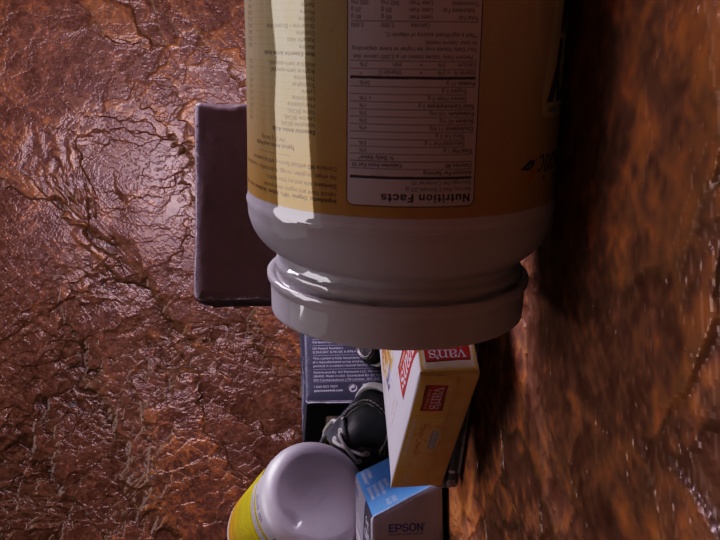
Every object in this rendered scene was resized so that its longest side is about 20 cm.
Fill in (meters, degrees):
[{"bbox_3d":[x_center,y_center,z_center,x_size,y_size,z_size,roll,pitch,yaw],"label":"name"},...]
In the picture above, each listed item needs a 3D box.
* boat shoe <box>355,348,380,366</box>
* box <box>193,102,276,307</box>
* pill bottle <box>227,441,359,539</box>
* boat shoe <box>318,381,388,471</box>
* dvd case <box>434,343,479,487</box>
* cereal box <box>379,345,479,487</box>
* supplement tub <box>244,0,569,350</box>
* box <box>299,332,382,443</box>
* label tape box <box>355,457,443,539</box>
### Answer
[{"bbox_3d":[0.001,0.000,0.897,0.074,0.066,0.202,12,98,53],"label":"boat shoe"},{"bbox_3d":[-0.044,-0.051,0.780,0.166,0.197,0.167,150,120,-83],"label":"box"},{"bbox_3d":[-0.073,0.257,0.881,0.200,0.108,0.110,126,147,-53],"label":"pill bottle"},{"bbox_3d":[-0.003,0.179,0.882,0.076,0.060,0.201,45,149,16],"label":"boat shoe"},{"bbox_3d":[0.059,0.031,0.619,0.147,0.022,0.202,-99,11,-57],"label":"dvd case"},{"bbox_3d":[0.034,0.019,0.562,0.145,0.039,0.202,97,171,-51],"label":"cereal box"},{"bbox_3d":[0.019,-0.079,0.386,0.145,0.142,0.203,-108,18,-73],"label":"supplement tub"},{"bbox_3d":[-0.018,0.089,1.015,0.149,0.106,0.202,99,169,-60],"label":"box"},{"bbox_3d":[0.030,0.224,0.732,0.143,0.065,0.203,178,89,-85],"label":"label tape box"}]
